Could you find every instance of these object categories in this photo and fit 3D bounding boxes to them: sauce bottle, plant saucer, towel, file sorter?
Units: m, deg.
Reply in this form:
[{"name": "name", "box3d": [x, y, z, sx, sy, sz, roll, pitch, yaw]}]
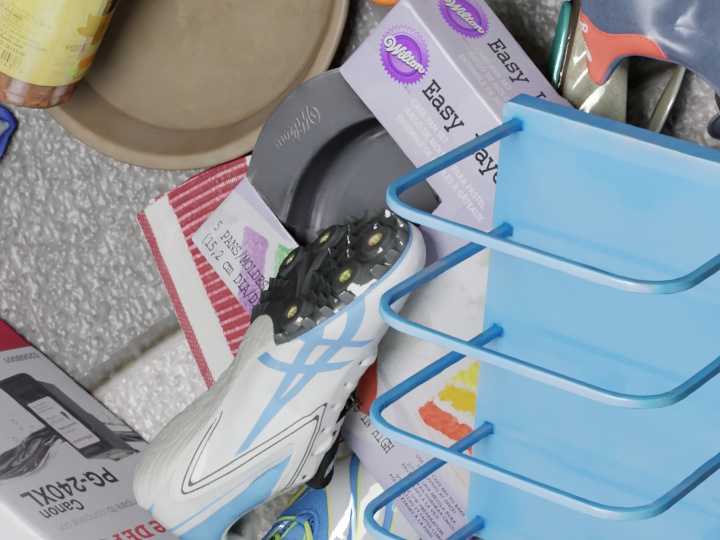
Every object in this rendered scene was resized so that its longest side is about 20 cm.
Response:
[{"name": "sauce bottle", "box3d": [-0.124, -0.163, 1.173, 0.066, 0.066, 0.200, 43, 131, 15]}, {"name": "plant saucer", "box3d": [-0.088, -0.148, 1.235, 0.200, 0.029, 0.200, 4, 99, 26]}, {"name": "towel", "box3d": [0.000, 0.000, 1.218, 0.200, 0.023, 0.144, -22, 90, 30]}, {"name": "file sorter", "box3d": [0.082, 0.056, 1.014, 0.139, 0.123, 0.200, 19, 118, 29]}]

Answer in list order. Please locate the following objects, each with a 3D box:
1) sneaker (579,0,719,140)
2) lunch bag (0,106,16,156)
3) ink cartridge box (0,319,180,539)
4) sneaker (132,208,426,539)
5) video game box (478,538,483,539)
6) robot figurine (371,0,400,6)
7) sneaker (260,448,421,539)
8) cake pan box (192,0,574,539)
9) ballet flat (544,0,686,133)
[{"name": "sneaker", "box3d": [0.186, -0.089, 1.068, 0.200, 0.075, 0.085, 14, 112, 8]}, {"name": "lunch bag", "box3d": [-0.295, -0.021, 1.279, 0.124, 0.170, 0.200, 41, 114, 19]}, {"name": "ink cartridge box", "box3d": [-0.172, 0.109, 1.251, 0.200, 0.145, 0.083, 38, 110, 17]}, {"name": "sneaker", "box3d": [-0.025, 0.050, 1.142, 0.072, 0.072, 0.200, 29, 124, -16]}, {"name": "video game box", "box3d": [0.054, 0.229, 1.136, 0.047, 0.182, 0.200, -15, 92, 25]}, {"name": "robot figurine", "box3d": [0.016, -0.215, 1.117, 0.144, 0.117, 0.200, 17, 97, 37]}, {"name": "sneaker", "box3d": [-0.040, 0.163, 1.216, 0.076, 0.105, 0.200, 42, 114, 15]}, {"name": "cake pan box", "box3d": [0.037, -0.001, 1.139, 0.200, 0.052, 0.184, 53, 129, 9]}, {"name": "ballet flat", "box3d": [0.115, -0.119, 1.127, 0.062, 0.067, 0.200, 10, 109, 0]}]
